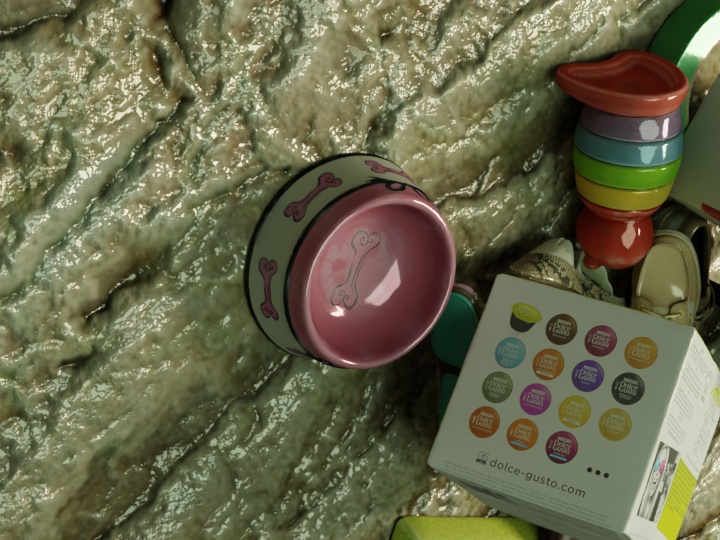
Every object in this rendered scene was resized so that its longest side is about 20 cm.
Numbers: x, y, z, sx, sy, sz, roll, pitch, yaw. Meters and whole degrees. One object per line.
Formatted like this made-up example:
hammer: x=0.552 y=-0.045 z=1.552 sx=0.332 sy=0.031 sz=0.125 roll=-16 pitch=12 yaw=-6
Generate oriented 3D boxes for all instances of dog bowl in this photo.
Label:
dog bowl: x=0.000 y=0.000 z=1.477 sx=0.200 sy=0.074 sz=0.201 roll=-15 pitch=119 yaw=-30

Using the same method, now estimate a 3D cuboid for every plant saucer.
plant saucer: x=0.100 y=0.360 z=1.725 sx=0.200 sy=0.048 sz=0.200 roll=7 pitch=106 yaw=-38

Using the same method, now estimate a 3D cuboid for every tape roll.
tape roll: x=0.371 y=-0.188 z=1.675 sx=0.200 sy=0.048 sz=0.201 roll=-15 pitch=119 yaw=-30

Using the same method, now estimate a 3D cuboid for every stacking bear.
stacking bear: x=0.255 y=-0.097 z=1.597 sx=0.121 sy=0.114 sz=0.201 roll=-15 pitch=122 yaw=-29

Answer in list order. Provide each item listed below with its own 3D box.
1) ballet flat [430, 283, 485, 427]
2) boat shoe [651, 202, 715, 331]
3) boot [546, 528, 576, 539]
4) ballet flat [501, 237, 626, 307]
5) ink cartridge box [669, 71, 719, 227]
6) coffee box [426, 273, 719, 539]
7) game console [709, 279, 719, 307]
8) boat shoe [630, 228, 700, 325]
ballet flat: x=0.109 y=0.087 z=1.606 sx=0.071 sy=0.069 sz=0.200 roll=-35 pitch=132 yaw=-41
boat shoe: x=0.339 y=0.030 z=1.736 sx=0.072 sy=0.065 sz=0.201 roll=-16 pitch=119 yaw=-29
boot: x=0.222 y=0.255 z=1.734 sx=0.200 sy=0.072 sz=0.167 roll=23 pitch=83 yaw=-48
ballet flat: x=0.208 y=0.011 z=1.644 sx=0.200 sy=0.068 sz=0.076 roll=30 pitch=70 yaw=-46
ink cartridge box: x=0.432 y=-0.087 z=1.637 sx=0.200 sy=0.145 sz=0.145 roll=24 pitch=95 yaw=-39
coffee box: x=0.211 y=0.143 z=1.545 sx=0.198 sy=0.199 sz=0.200 roll=-68 pitch=153 yaw=-11
game console: x=0.441 y=0.113 z=1.757 sx=0.176 sy=0.200 sz=0.117 roll=29 pitch=91 yaw=-40
boat shoe: x=0.310 y=0.058 z=1.684 sx=0.073 sy=0.069 sz=0.201 roll=4 pitch=115 yaw=11
